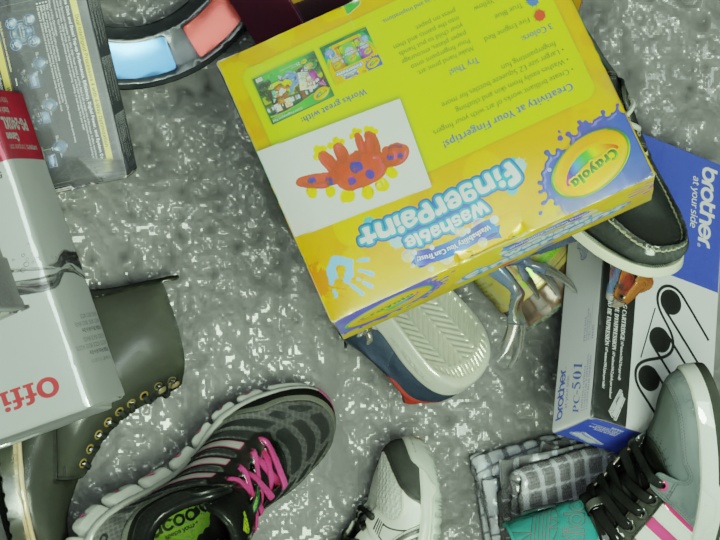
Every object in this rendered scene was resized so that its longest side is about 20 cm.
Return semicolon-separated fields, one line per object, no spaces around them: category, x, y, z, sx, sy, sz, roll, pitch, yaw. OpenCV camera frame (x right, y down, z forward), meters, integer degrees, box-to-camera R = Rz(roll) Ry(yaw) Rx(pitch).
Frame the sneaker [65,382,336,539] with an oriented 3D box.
sneaker;-0.083;0.144;1.618;0.200;0.087;0.074;-33;121;-25

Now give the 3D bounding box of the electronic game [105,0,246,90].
electronic game;-0.150;-0.214;1.641;0.199;0.042;0.201;0;91;-9

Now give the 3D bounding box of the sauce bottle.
sauce bottle;0.061;-0.052;1.668;0.065;0.065;0.200;-44;99;-5

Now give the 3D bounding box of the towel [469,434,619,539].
towel;0.171;0.198;1.684;0.165;0.086;0.201;-10;93;-9

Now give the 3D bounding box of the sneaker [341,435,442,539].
sneaker;-0.005;0.200;1.660;0.087;0.076;0.201;12;89;-9

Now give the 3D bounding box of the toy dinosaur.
toy dinosaur;0.077;-0.016;1.549;0.181;0.105;0.200;-20;130;11

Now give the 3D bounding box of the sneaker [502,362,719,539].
sneaker;0.149;0.146;1.576;0.120;0.084;0.201;-2;119;-12

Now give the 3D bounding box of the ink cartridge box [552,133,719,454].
ink cartridge box;0.177;0.017;1.651;0.094;0.044;0.201;19;64;-26

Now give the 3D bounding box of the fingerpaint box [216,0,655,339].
fingerpaint box;0.044;-0.079;1.489;0.199;0.073;0.167;-25;80;0

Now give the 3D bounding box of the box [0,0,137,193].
box;-0.238;-0.139;1.602;0.160;0.049;0.201;-12;98;7

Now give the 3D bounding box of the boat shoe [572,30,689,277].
boat shoe;0.134;-0.083;1.545;0.072;0.068;0.200;-14;61;-29

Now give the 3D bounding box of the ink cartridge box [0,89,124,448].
ink cartridge box;-0.244;0.010;1.548;0.145;0.083;0.201;-19;89;7

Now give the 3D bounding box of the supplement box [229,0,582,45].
supplement box;0.030;-0.187;1.612;0.199;0.086;0.111;-20;62;-19

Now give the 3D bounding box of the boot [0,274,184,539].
boot;-0.164;0.105;1.636;0.138;0.077;0.201;-10;94;-13

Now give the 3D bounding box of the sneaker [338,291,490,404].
sneaker;0.000;0.000;1.655;0.075;0.085;0.200;-26;82;-30
